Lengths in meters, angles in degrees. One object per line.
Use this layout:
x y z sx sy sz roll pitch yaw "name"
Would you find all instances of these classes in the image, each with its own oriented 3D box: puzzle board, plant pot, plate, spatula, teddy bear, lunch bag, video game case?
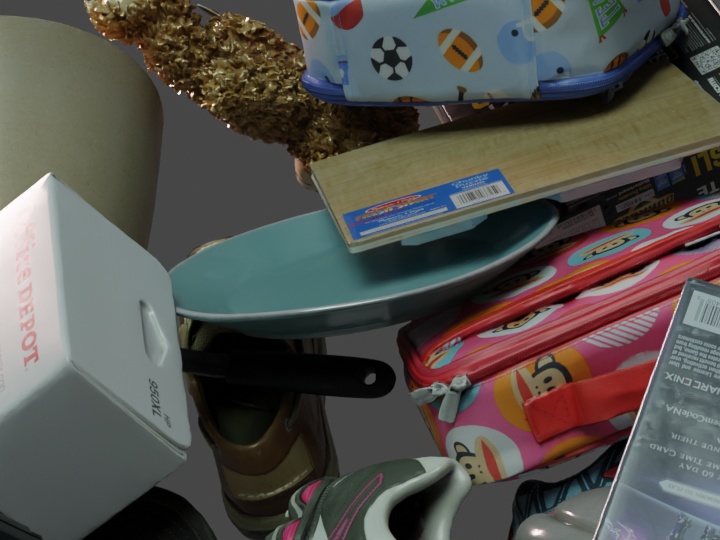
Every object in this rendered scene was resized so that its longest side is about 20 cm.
0.080 -0.055 1.284 0.199 0.018 0.151 -17 19 -3 "puzzle board"
-0.190 0.003 1.361 0.186 0.188 0.201 -13 57 10 "plant pot"
0.000 0.000 1.247 0.198 0.026 0.200 -10 15 3 "plate"
-0.080 0.042 1.251 0.198 0.021 0.057 6 68 7 "spatula"
-0.067 -0.102 1.426 0.067 0.199 0.145 -63 25 -4 "teddy bear"
0.119 0.032 1.195 0.199 0.082 0.176 -23 10 0 "lunch bag"
0.075 -0.140 1.362 0.199 0.076 0.160 3 22 25 "lunch bag"
0.167 0.106 1.018 0.142 0.019 0.201 17 61 12 "video game case"

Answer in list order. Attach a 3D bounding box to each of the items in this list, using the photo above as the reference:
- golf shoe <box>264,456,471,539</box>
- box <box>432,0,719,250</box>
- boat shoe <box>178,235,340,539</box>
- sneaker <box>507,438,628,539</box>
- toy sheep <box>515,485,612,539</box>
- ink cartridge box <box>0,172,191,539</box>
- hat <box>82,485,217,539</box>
-0.006 0.160 1.107 0.088 0.077 0.201 -29 34 36 "golf shoe"
0.128 -0.096 1.404 0.159 0.050 0.200 -27 41 -1 "box"
-0.056 0.045 1.313 0.075 0.074 0.201 -22 41 1 "boat shoe"
0.156 0.090 1.171 0.199 0.080 0.096 -22 39 0 "sneaker"
0.108 0.161 1.068 0.137 0.138 0.202 12 84 33 "toy sheep"
-0.182 0.073 1.179 0.200 0.084 0.145 -37 36 17 "ink cartridge box"
-0.128 0.196 1.148 0.200 0.081 0.201 -28 30 18 "hat"
